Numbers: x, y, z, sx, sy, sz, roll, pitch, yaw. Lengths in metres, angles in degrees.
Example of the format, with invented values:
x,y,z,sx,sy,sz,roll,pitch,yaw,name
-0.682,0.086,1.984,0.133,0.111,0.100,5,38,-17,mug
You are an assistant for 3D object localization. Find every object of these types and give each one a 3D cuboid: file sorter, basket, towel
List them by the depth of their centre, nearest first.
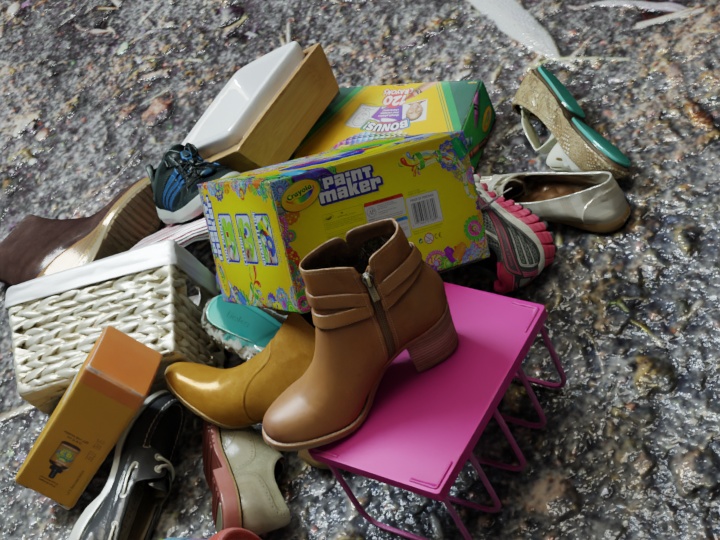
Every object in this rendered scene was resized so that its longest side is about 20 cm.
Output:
x,y,z,sx,sy,sz,roll,pitch,yaw,name
0.078,0.132,1.430,0.138,0.126,0.201,13,57,35,file sorter
-0.245,0.071,1.642,0.199,0.136,0.124,-16,61,15,basket
-0.181,-0.041,1.746,0.146,0.030,0.200,-24,7,6,towel

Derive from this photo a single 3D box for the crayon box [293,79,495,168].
x,y,z,sx,sy,sz,roll,pitch,yaw,name
0.037,-0.144,1.765,0.199,0.058,0.119,0,49,29,crayon box

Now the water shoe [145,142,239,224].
x,y,z,sx,sy,sz,roll,pitch,yaw,name
-0.188,-0.097,1.730,0.071,0.079,0.200,-28,8,-25,water shoe

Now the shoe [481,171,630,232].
x,y,z,sx,sy,sz,roll,pitch,yaw,name
0.176,-0.078,1.631,0.199,0.054,0.070,4,51,31,shoe

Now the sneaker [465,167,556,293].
x,y,z,sx,sy,sz,roll,pitch,yaw,name
0.098,-0.055,1.594,0.200,0.081,0.075,35,59,25,sneaker

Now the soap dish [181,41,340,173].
x,y,z,sx,sy,sz,roll,pitch,yaw,name
-0.116,-0.165,1.796,0.158,0.081,0.200,-55,17,-20,soap dish

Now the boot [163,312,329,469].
x,y,z,sx,sy,sz,roll,pitch,yaw,name
-0.082,0.087,1.506,0.200,0.145,0.071,25,31,12,boot

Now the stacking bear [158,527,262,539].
x,y,z,sx,sy,sz,roll,pitch,yaw,name
-0.188,0.299,1.434,0.199,0.114,0.122,-14,44,22,stacking bear

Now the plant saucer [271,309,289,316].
x,y,z,sx,sy,sz,roll,pitch,yaw,name
0.000,0.000,1.665,0.199,0.036,0.201,-16,43,15,plant saucer

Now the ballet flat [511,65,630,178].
x,y,z,sx,sy,sz,roll,pitch,yaw,name
0.214,-0.137,1.673,0.065,0.070,0.200,-50,36,17,ballet flat

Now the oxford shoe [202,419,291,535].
x,y,z,sx,sy,sz,roll,pitch,yaw,name
-0.111,0.183,1.544,0.074,0.071,0.201,-2,39,-12,oxford shoe

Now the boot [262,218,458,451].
x,y,z,sx,sy,sz,roll,pitch,yaw,name
-0.019,0.055,1.346,0.199,0.156,0.077,-28,44,1,boot

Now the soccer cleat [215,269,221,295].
x,y,z,sx,sy,sz,roll,pitch,yaw,name
-0.078,-0.040,1.675,0.200,0.065,0.084,-43,3,-29,soccer cleat

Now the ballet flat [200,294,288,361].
x,y,z,sx,sy,sz,roll,pitch,yaw,name
-0.069,0.084,1.593,0.199,0.072,0.072,29,65,21,ballet flat

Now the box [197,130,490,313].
x,y,z,sx,sy,sz,roll,pitch,yaw,name
-0.019,-0.047,1.503,0.199,0.123,0.192,-16,8,-24,box

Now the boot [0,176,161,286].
x,y,z,sx,sy,sz,roll,pitch,yaw,name
-0.334,-0.047,1.863,0.166,0.072,0.200,21,65,38,boot

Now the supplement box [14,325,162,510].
x,y,z,sx,sy,sz,roll,pitch,yaw,name
-0.265,0.146,1.561,0.200,0.066,0.069,-53,14,36,supplement box

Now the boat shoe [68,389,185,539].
x,y,z,sx,sy,sz,roll,pitch,yaw,name
-0.212,0.208,1.553,0.060,0.074,0.201,8,57,34,boat shoe
